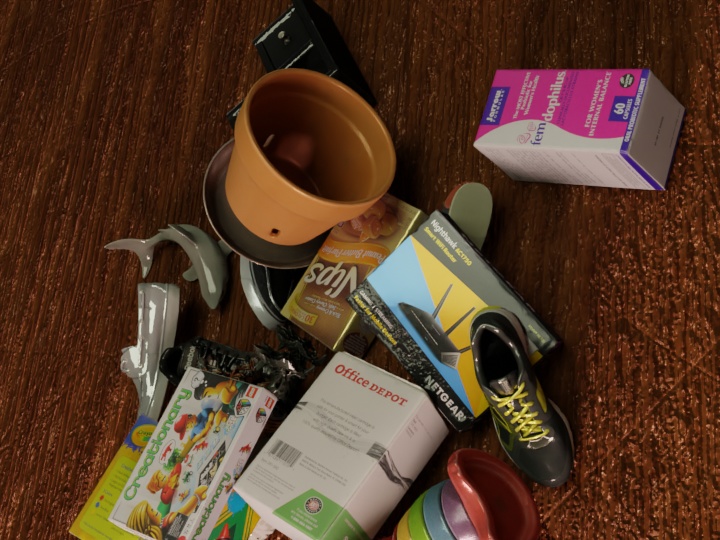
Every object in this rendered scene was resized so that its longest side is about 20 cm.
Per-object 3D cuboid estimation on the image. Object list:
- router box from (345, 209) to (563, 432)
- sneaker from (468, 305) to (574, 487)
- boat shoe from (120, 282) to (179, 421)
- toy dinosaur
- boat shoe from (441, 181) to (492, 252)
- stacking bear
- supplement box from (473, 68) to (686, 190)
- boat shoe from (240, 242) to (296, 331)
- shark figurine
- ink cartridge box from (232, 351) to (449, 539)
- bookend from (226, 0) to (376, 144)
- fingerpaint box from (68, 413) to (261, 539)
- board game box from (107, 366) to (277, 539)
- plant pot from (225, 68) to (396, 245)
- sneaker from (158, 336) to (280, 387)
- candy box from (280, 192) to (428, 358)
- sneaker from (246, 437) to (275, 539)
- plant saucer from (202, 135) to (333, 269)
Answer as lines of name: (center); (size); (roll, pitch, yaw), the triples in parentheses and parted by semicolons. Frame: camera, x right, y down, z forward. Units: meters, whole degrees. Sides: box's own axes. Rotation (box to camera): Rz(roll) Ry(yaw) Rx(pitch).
router box: (0.102, 0.055, 1.374); (0.149, 0.051, 0.200); (-45, 75, 11)
sneaker: (0.157, 0.135, 1.283); (0.074, 0.085, 0.201); (-27, 84, 15)
boat shoe: (-0.286, 0.113, 1.655); (0.072, 0.068, 0.201); (155, 123, -79)
toy dinosaur: (-0.104, 0.147, 1.492); (0.102, 0.199, 0.136); (-104, 34, -68)
boat shoe: (0.103, -0.008, 1.449); (0.063, 0.071, 0.201); (-173, 101, -80)
stacking bear: (0.080, 0.286, 1.294); (0.200, 0.114, 0.122); (-40, 64, 29)
supplement box: (0.244, -0.159, 1.388); (0.200, 0.103, 0.102); (7, 74, 41)
boat shoe: (-0.111, -0.016, 1.616); (0.068, 0.072, 0.201); (-28, 48, 24)
shark figurine: (-0.254, -0.040, 1.723); (0.214, 0.089, 0.128); (21, 81, 40)
ink cartridge box: (-0.019, 0.207, 1.369); (0.146, 0.084, 0.200); (23, 66, 41)
bookend: (-0.108, -0.253, 1.708); (0.199, 0.092, 0.200); (-38, 50, 17)
fingerpaint box: (-0.220, 0.281, 1.449); (0.200, 0.073, 0.167); (16, 70, 42)
board game box: (-0.189, 0.213, 1.397); (0.126, 0.035, 0.200); (10, 65, 39)
plant pot: (-0.077, -0.124, 1.503); (0.140, 0.199, 0.201); (-47, 43, 45)
sneaker: (-0.176, 0.128, 1.572); (0.200, 0.098, 0.071); (2, 69, 35)
candy box: (0.000, 0.000, 1.527); (0.115, 0.055, 0.200); (31, 88, 44)
sneaker: (-0.134, 0.298, 1.468); (0.085, 0.073, 0.201); (19, 80, 52)
plant saucer: (-0.105, -0.090, 1.594); (0.032, 0.199, 0.201); (122, 155, -65)
